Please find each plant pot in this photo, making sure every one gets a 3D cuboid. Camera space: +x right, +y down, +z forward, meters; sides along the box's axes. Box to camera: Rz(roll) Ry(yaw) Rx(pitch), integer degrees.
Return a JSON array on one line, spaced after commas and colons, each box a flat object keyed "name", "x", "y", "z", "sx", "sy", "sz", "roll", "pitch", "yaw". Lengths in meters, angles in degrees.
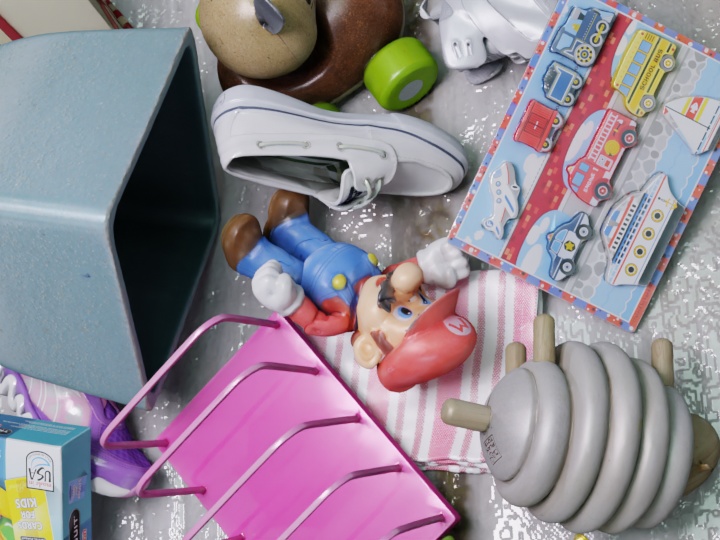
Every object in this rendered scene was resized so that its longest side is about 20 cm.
[{"name": "plant pot", "x": -0.226, "y": -0.048, "z": 1.082, "sx": 0.198, "sy": 0.198, "sz": 0.197, "roll": 8, "pitch": 48, "yaw": 10}]

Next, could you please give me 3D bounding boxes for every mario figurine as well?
[{"name": "mario figurine", "x": 0.000, "y": 0.000, "z": 1.073, "sx": 0.199, "sy": 0.106, "sz": 0.124, "roll": 32, "pitch": 81, "yaw": 26}]

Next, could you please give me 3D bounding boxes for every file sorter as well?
[{"name": "file sorter", "x": -0.061, "y": 0.145, "z": 1.043, "sx": 0.139, "sy": 0.125, "sz": 0.200, "roll": -46, "pitch": 72, "yaw": 11}]

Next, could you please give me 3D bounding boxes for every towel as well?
[{"name": "towel", "x": 0.032, "y": 0.069, "z": 1.109, "sx": 0.198, "sy": 0.030, "sz": 0.148, "roll": 0, "pitch": 74, "yaw": 17}]

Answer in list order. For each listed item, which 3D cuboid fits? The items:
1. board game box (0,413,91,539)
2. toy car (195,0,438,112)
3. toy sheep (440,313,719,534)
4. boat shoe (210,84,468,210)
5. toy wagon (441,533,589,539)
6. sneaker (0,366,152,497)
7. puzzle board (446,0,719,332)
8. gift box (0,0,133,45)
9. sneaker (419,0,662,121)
[{"name": "board game box", "x": -0.269, "y": 0.204, "z": 1.101, "sx": 0.149, "sy": 0.047, "sz": 0.203, "roll": 6, "pitch": 104, "yaw": 18}, {"name": "toy car", "x": -0.056, "y": -0.194, "z": 1.118, "sx": 0.157, "sy": 0.200, "sz": 0.165, "roll": -37, "pitch": 68, "yaw": 3}, {"name": "toy sheep", "x": 0.146, "y": 0.106, "z": 1.007, "sx": 0.198, "sy": 0.138, "sz": 0.140, "roll": 9, "pitch": 75, "yaw": -11}, {"name": "boat shoe", "x": -0.014, "y": -0.073, "z": 1.099, "sx": 0.198, "sy": 0.074, "sz": 0.067, "roll": 9, "pitch": 54, "yaw": -18}, {"name": "toy wagon", "x": 0.089, "y": 0.255, "z": 1.025, "sx": 0.200, "sy": 0.040, "sz": 0.155, "roll": -41, "pitch": 78, "yaw": 1}, {"name": "sneaker", "x": -0.217, "y": 0.082, "z": 1.144, "sx": 0.089, "sy": 0.080, "sz": 0.200, "roll": -48, "pitch": 67, "yaw": 10}, {"name": "puzzle board", "x": 0.168, "y": -0.078, "z": 1.064, "sx": 0.149, "sy": 0.017, "sz": 0.202, "roll": 25, "pitch": 96, "yaw": -3}, {"name": "gift box", "x": -0.289, "y": -0.181, "z": 1.185, "sx": 0.184, "sy": 0.187, "sz": 0.201, "roll": -33, "pitch": 50, "yaw": 5}, {"name": "sneaker", "x": 0.132, "y": -0.161, "z": 1.125, "sx": 0.115, "sy": 0.075, "sz": 0.201, "roll": -39, "pitch": 74, "yaw": 13}]
